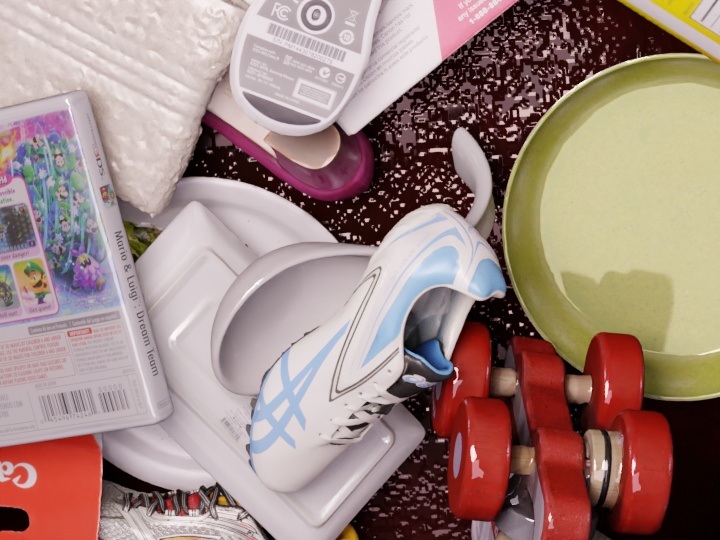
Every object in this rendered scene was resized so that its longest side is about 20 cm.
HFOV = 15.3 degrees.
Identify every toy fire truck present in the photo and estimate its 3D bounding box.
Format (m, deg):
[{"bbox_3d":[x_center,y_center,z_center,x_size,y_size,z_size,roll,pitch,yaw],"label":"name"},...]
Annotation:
[{"bbox_3d":[0.095,0.130,1.464,0.111,0.200,0.169,4,118,-7],"label":"toy fire truck"}]

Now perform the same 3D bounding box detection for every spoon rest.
[{"bbox_3d":[0.000,0.000,1.469,0.200,0.100,0.061,-37,55,-18],"label":"spoon rest"}]

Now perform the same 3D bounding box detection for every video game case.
[{"bbox_3d":[-0.208,0.007,1.471,0.199,0.024,0.183,-10,99,32],"label":"video game case"}]

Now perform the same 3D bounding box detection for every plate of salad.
[{"bbox_3d":[-0.090,0.043,1.542,0.199,0.048,0.201,1,111,3],"label":"plate of salad"}]

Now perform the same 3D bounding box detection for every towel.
[{"bbox_3d":[-0.167,-0.129,1.452,0.199,0.034,0.133,28,110,5],"label":"towel"}]

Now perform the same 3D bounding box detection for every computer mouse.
[{"bbox_3d":[-0.014,-0.169,1.399,0.109,0.044,0.201,21,103,-8],"label":"computer mouse"}]

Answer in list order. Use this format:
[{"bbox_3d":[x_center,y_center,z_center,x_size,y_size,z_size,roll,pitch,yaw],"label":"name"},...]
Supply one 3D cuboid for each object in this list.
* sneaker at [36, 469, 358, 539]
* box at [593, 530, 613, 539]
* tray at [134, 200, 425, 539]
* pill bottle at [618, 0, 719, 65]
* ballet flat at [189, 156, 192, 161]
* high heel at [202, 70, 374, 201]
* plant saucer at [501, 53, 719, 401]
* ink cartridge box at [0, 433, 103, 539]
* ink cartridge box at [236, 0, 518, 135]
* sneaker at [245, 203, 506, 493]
[{"bbox_3d":[-0.093,0.149,1.564,0.199,0.078,0.083,19,112,-10],"label":"sneaker"},{"bbox_3d":[0.101,0.255,1.564,0.077,0.095,0.201,30,108,-4],"label":"box"},{"bbox_3d":[-0.058,0.066,1.505,0.107,0.022,0.200,-47,109,-9],"label":"tray"},{"bbox_3d":[0.204,-0.166,1.427,0.199,0.109,0.110,32,106,-3],"label":"pill bottle"},{"bbox_3d":[-0.176,-0.120,1.507,0.200,0.069,0.070,37,106,-4],"label":"ballet flat"},{"bbox_3d":[-0.077,-0.108,1.516,0.067,0.096,0.200,-46,74,1],"label":"high heel"},{"bbox_3d":[0.180,-0.026,1.510,0.199,0.031,0.201,2,106,6],"label":"plant saucer"},{"bbox_3d":[-0.223,0.066,1.526,0.159,0.047,0.201,3,92,28],"label":"ink cartridge box"},{"bbox_3d":[-0.012,-0.200,1.456,0.145,0.084,0.200,-38,99,15],"label":"ink cartridge box"},{"bbox_3d":[0.005,0.054,1.438,0.200,0.072,0.073,-54,55,28],"label":"sneaker"}]
